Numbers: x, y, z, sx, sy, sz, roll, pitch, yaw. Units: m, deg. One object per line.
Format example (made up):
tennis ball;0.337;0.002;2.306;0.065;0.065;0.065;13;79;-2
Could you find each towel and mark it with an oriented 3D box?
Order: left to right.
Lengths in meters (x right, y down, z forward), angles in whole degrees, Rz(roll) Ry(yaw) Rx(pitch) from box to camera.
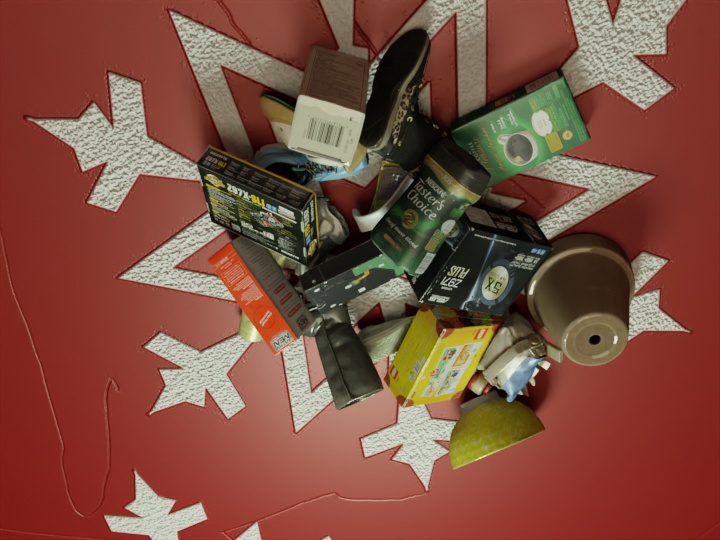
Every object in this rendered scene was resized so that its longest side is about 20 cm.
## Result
towel;0.113;-0.109;1.458;0.196;0.023;0.145;15;122;-7

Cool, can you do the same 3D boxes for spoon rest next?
spoon rest;0.078;-0.112;1.404;0.197;0.061;0.100;-23;108;17

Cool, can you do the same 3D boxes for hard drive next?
hard drive;0.000;0.000;1.458;0.197;0.038;0.140;-25;159;3

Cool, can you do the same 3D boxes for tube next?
tube;-0.185;0.036;1.553;0.057;0.052;0.203;-2;123;-31

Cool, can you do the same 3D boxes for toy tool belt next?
toy tool belt;0.284;0.183;1.558;0.122;0.125;0.202;34;131;14

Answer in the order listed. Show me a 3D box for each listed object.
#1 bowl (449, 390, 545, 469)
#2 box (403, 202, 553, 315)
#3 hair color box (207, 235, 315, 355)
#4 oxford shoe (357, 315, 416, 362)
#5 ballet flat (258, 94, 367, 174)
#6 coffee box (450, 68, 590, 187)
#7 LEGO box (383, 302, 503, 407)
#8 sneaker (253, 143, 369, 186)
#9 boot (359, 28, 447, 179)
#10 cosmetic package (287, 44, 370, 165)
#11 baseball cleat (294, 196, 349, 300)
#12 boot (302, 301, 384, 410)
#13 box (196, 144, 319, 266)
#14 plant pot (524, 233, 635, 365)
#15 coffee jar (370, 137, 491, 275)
bowl;0.251;0.300;1.658;0.198;0.199;0.109;-27;76;19
box;0.198;-0.021;1.431;0.197;0.087;0.165;11;127;-35
hair color box;-0.169;0.036;1.471;0.061;0.101;0.201;-34;93;22
oxford shoe;0.072;0.117;1.592;0.197;0.058;0.076;-20;124;-3
ballet flat;-0.085;-0.213;1.335;0.197;0.069;0.064;26;84;12
coffee box;0.255;-0.225;1.363;0.197;0.044;0.124;-25;119;17
LEGO box;0.150;0.148;1.556;0.147;0.077;0.202;-3;131;-37
sneaker;-0.082;-0.164;1.389;0.196;0.091;0.080;-8;123;8
boot;0.082;-0.253;1.320;0.072;0.203;0.150;12;167;39
cosmetic package;-0.045;-0.250;1.265;0.101;0.201;0.088;15;124;-5
baseball cleat;-0.069;-0.033;1.487;0.104;0.070;0.203;-2;124;6
boot;-0.067;0.157;1.551;0.179;0.072;0.203;-23;85;20
box;-0.164;-0.103;1.382;0.197;0.050;0.161;24;150;14
plant pot;0.394;0.066;1.472;0.196;0.176;0.203;1;123;1
coffee jar;0.109;-0.099;1.316;0.201;0.104;0.085;-54;152;14
